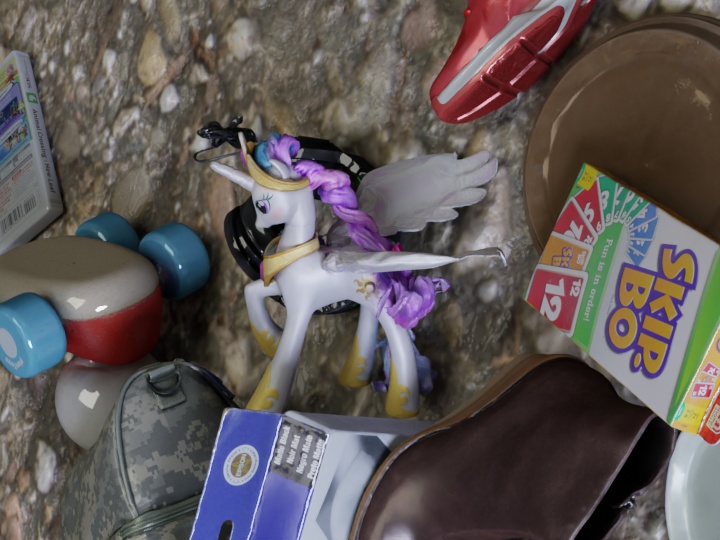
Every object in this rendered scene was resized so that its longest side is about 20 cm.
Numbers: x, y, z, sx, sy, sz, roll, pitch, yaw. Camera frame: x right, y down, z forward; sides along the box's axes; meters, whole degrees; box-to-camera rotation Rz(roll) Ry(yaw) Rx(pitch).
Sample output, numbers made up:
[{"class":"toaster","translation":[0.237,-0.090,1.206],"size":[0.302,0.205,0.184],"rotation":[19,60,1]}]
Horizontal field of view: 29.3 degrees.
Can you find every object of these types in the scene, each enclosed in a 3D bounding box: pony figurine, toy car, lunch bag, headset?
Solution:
[{"class":"pony figurine","translation":[0.000,0.000,0.929],"size":[0.191,0.167,0.202],"rotation":[-1,115,2]},{"class":"toy car","translation":[-0.224,0.080,1.144],"size":[0.176,0.184,0.202],"rotation":[9,118,42]},{"class":"lunch bag","translation":[-0.143,0.174,1.008],"size":[0.169,0.139,0.200],"rotation":[64,147,15]},{"class":"headset","translation":[-0.050,-0.052,1.056],"size":[0.200,0.094,0.124],"rotation":[40,106,22]}]

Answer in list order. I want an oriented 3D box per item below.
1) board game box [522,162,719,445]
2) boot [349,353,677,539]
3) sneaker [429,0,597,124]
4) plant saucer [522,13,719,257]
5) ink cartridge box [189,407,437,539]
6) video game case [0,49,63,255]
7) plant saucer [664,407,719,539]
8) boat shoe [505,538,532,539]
[{"class":"board game box","translation":[0.162,0.013,0.784],"size":[0.096,0.030,0.200],"rotation":[-67,29,13]},{"class":"boot","translation":[0.082,0.136,0.817],"size":[0.200,0.072,0.166],"rotation":[-50,21,-4]},{"class":"sneaker","translation":[0.098,-0.200,0.913],"size":[0.200,0.078,0.116],"rotation":[-45,70,13]},{"class":"plant saucer","translation":[0.180,-0.064,0.864],"size":[0.199,0.029,0.202],"rotation":[-6,80,41]},{"class":"ink cartridge box","translation":[-0.027,0.192,0.896],"size":[0.040,0.199,0.201],"rotation":[21,98,45]},{"class":"video game case","translation":[-0.375,-0.090,1.371],"size":[0.200,0.022,0.183],"rotation":[-34,63,34]},{"class":"plant saucer","translation":[0.209,0.127,0.732],"size":[0.200,0.050,0.202],"rotation":[180,90,-72]},{"class":"boat shoe","translation":[0.120,0.194,0.853],"size":[0.199,0.065,0.072],"rotation":[31,107,42]}]
